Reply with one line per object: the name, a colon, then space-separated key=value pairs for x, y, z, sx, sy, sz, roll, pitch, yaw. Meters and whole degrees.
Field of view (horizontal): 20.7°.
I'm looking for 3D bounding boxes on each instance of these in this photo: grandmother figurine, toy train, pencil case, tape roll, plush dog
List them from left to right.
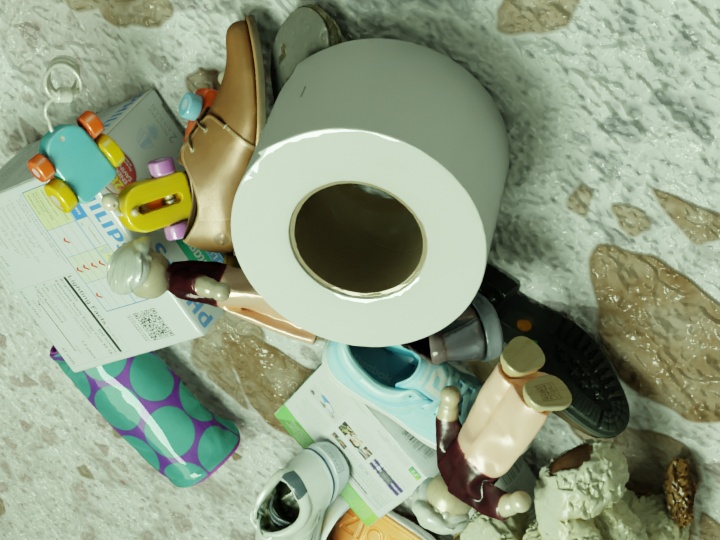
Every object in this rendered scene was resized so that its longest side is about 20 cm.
toy train: x=-0.189 y=-0.107 z=1.658 sx=0.199 sy=0.152 sz=0.055 roll=11 pitch=178 yaw=-31
pencil case: x=-0.213 y=0.122 z=1.961 sx=0.200 sy=0.093 sz=0.085 roll=47 pitch=137 yaw=-10
grandmother figurine: x=-0.117 y=0.015 z=1.657 sx=0.198 sy=0.061 sz=0.121 roll=11 pitch=175 yaw=5
tape roll: x=0.010 y=-0.061 z=1.541 sx=0.201 sy=0.140 sz=0.204 roll=7 pitch=126 yaw=10
grandmother figurine: x=0.102 y=0.153 z=1.631 sx=0.200 sy=0.060 sz=0.122 roll=-57 pitch=47 yaw=40
plush dog: x=0.210 y=0.238 z=1.692 sx=0.200 sy=0.171 sz=0.161 roll=-44 pitch=65 yaw=48

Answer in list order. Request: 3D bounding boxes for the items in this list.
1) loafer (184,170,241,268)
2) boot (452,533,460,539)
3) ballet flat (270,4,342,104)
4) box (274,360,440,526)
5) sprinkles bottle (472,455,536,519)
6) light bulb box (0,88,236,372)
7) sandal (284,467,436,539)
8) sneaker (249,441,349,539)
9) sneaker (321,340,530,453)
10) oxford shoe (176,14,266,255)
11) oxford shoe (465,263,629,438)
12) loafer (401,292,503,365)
loafer: x=-0.095 y=-0.015 z=1.745 sx=0.201 sy=0.072 sz=0.073 roll=53 pitch=160 yaw=-12
boot: x=0.165 y=0.319 z=1.872 sx=0.199 sy=0.076 sz=0.074 roll=27 pitch=137 yaw=13
ballet flat: x=-0.041 y=-0.136 z=1.632 sx=0.067 sy=0.046 sz=0.201 roll=39 pitch=139 yaw=32
box: x=-0.001 y=0.153 z=1.818 sx=0.145 sy=0.036 sz=0.200 roll=50 pitch=154 yaw=4
sprinkles bottle: x=0.129 y=0.201 z=1.794 sx=0.068 sy=0.068 sz=0.201 roll=-10 pitch=120 yaw=42
light bulb box: x=-0.226 y=-0.032 z=1.800 sx=0.199 sy=0.125 sz=0.199 roll=-16 pitch=116 yaw=44
sandal: x=-0.009 y=0.253 z=1.927 sx=0.206 sy=0.059 sz=0.080 roll=25 pitch=109 yaw=23
sneaker: x=-0.075 y=0.231 z=1.877 sx=0.073 sy=0.070 sz=0.201 roll=52 pitch=144 yaw=23
sneaker: x=0.060 y=0.106 z=1.689 sx=0.199 sy=0.074 sz=0.082 roll=22 pitch=167 yaw=-1
oxford shoe: x=-0.114 y=-0.111 z=1.625 sx=0.071 sy=0.071 sz=0.202 roll=5 pitch=100 yaw=-8
oxford shoe: x=0.143 y=0.077 z=1.669 sx=0.200 sy=0.073 sz=0.085 roll=42 pitch=145 yaw=16
loafer: x=0.048 y=0.035 z=1.618 sx=0.200 sy=0.063 sz=0.072 roll=-156 pitch=51 yaw=-65
